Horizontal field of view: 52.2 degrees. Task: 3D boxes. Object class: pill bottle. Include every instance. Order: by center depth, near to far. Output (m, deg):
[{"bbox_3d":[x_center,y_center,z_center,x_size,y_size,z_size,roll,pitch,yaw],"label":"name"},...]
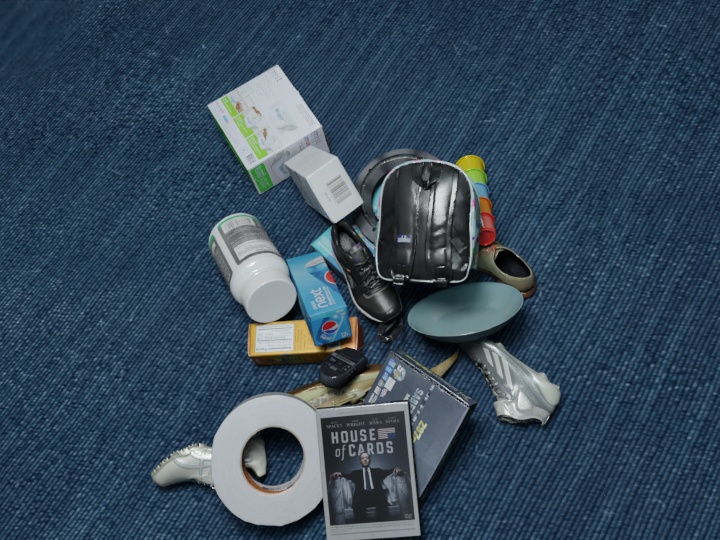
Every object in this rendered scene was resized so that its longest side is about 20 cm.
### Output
[{"bbox_3d":[-0.195,-0.005,1.331,0.112,0.114,0.201,-30,47,-6],"label":"pill bottle"}]

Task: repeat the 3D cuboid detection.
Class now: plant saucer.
[{"bbox_3d":[0.179,0.078,1.247,0.198,0.039,0.201,-12,20,4],"label":"plant saucer"}]

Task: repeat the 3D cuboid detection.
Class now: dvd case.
[{"bbox_3d":[0.012,0.308,1.133,0.148,0.025,0.204,-6,87,7],"label":"dvd case"}]

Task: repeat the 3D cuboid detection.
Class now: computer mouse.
[{"bbox_3d":[0.006,0.137,1.233,0.058,0.034,0.199,24,45,39],"label":"computer mouse"}]

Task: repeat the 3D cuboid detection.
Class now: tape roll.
[{"bbox_3d":[-0.140,0.300,1.178,0.197,0.066,0.204,1,84,-6],"label":"tape roll"}]

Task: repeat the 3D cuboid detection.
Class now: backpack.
[{"bbox_3d":[0.116,-0.081,1.228,0.175,0.150,0.204,2,95,17],"label":"backpack"}]

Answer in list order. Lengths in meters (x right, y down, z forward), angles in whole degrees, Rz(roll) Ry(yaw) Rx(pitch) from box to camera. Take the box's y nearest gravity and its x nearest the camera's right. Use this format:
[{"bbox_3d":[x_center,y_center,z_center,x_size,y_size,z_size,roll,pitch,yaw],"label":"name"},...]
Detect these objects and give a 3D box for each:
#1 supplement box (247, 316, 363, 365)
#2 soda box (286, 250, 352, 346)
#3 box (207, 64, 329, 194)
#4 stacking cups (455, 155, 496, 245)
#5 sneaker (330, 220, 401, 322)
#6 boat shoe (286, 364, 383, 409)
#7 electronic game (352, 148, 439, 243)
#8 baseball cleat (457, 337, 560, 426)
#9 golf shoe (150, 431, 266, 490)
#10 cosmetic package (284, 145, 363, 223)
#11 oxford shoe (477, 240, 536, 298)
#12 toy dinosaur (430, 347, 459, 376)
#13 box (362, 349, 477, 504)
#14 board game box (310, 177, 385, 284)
[{"bbox_3d":[-0.097,0.127,1.300,0.196,0.067,0.070,-2,66,10],"label":"supplement box"},{"bbox_3d":[-0.075,0.044,1.284,0.067,0.065,0.201,-15,33,-10],"label":"soda box"},{"bbox_3d":[-0.188,-0.293,1.507,0.175,0.097,0.201,-32,62,-7],"label":"box"},{"bbox_3d":[0.208,-0.126,1.342,0.059,0.061,0.202,-6,46,7],"label":"stacking cups"},{"bbox_3d":[0.000,0.000,1.279,0.075,0.088,0.201,-32,63,-7],"label":"sneaker"},{"bbox_3d":[-0.037,0.212,1.252,0.197,0.073,0.064,-19,91,8],"label":"boat shoe"},{"bbox_3d":[0.080,-0.132,1.355,0.196,0.042,0.203,-3,72,9],"label":"electronic game"},{"bbox_3d":[0.229,0.180,1.213,0.198,0.070,0.107,31,72,23],"label":"baseball cleat"},{"bbox_3d":[-0.250,0.334,1.223,0.197,0.078,0.098,-21,68,0],"label":"golf shoe"},{"bbox_3d":[-0.072,-0.163,1.363,0.074,0.102,0.200,-35,21,-8],"label":"cosmetic package"},{"bbox_3d":[0.233,-0.033,1.314,0.199,0.075,0.071,34,74,23],"label":"oxford shoe"},{"bbox_3d":[0.101,0.202,1.232,0.198,0.058,0.102,-30,61,-5],"label":"toy dinosaur"},{"bbox_3d":[0.071,0.253,1.170,0.157,0.051,0.202,33,102,22],"label":"box"},{"bbox_3d":[0.030,-0.061,1.380,0.200,0.047,0.151,-43,65,-12],"label":"board game box"}]
